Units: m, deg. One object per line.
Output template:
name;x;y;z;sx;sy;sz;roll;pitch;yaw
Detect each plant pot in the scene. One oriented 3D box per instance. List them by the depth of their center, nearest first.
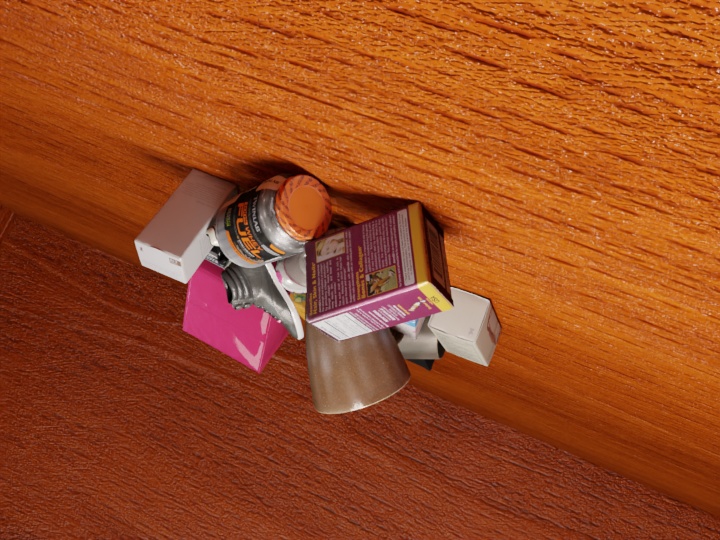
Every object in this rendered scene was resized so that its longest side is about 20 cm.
plant pot;-0.025;0.117;1.337;0.186;0.184;0.205;0;110;61

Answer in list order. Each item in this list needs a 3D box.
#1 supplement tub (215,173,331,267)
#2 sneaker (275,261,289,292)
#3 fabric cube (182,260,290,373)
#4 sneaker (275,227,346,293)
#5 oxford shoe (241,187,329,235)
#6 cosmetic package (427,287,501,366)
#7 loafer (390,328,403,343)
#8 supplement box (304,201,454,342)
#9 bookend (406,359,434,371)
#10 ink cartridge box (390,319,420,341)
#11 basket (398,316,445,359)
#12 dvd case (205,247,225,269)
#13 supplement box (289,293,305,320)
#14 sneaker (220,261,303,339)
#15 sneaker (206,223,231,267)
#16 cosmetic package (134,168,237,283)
supplement tub;-0.138;-0.080;1.207;0.121;0.125;0.198;30;153;-30
sneaker;-0.122;-0.032;1.412;0.076;0.067;0.202;6;-147;-23
fabric cube;-0.239;0.051;1.618;0.196;0.197;0.203;27;132;10
sneaker;-0.054;-0.029;1.282;0.083;0.197;0.088;61;150;8
oxford shoe;-0.129;-0.090;1.365;0.198;0.072;0.073;35;-178;-19
cosmetic package;0.208;0.111;1.482;0.101;0.089;0.200;20;168;21
loafer;-0.001;0.075;1.451;0.198;0.077;0.067;36;165;-12
supplement box;0.024;0.007;1.103;0.196;0.134;0.103;-17;150;23
bookend;0.095;0.154;1.871;0.195;0.094;0.200;22;169;16
ink cartridge box;0.091;0.050;1.379;0.066;0.118;0.200;21;167;10
basket;0.082;0.114;1.588;0.195;0.185;0.136;9;167;20
dvd case;-0.257;-0.070;1.487;0.197;0.153;0.025;30;136;-25
supplement box;-0.074;0.094;1.596;0.065;0.070;0.200;15;160;35
sneaker;-0.178;0.056;1.346;0.203;0.098;0.070;62;165;-22
sneaker;-0.220;-0.032;1.393;0.076;0.086;0.202;55;173;39
cosmetic package;-0.308;-0.083;1.368;0.099;0.202;0.075;20;143;13
